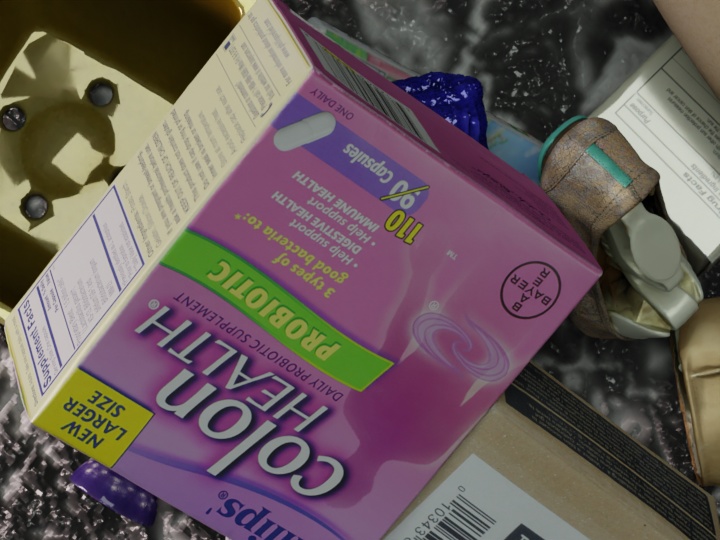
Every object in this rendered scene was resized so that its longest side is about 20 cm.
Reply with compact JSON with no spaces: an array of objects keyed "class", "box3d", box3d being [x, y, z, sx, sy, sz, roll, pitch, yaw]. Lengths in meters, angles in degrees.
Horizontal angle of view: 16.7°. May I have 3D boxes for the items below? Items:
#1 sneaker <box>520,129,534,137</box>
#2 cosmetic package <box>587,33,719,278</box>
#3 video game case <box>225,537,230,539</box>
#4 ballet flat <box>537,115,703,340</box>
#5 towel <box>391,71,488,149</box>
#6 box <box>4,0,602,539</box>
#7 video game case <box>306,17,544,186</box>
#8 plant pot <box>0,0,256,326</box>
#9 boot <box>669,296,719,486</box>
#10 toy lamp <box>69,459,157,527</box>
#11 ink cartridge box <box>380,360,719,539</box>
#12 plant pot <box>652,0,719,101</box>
[{"class":"sneaker","box3d":[0.018,-0.004,1.303,0.200,0.079,0.096,-34,60,-1]},{"class":"cosmetic package","box3d":[0.216,-0.102,1.285,0.200,0.087,0.103,-43,83,-3]},{"class":"video game case","box3d":[0.030,0.170,1.263,0.199,0.018,0.144,3,114,4]},{"class":"ballet flat","box3d":[0.135,-0.003,1.219,0.067,0.200,0.068,38,82,29]},{"class":"towel","box3d":[0.003,0.012,1.185,0.147,0.050,0.201,-14,116,-12]},{"class":"box","box3d":[-0.028,0.013,1.097,0.176,0.097,0.200,34,103,-27]},{"class":"video game case","box3d":[0.000,0.000,1.219,0.181,0.022,0.201,26,102,-26]},{"class":"plant pot","box3d":[-0.166,-0.076,1.249,0.194,0.200,0.196,29,85,7]},{"class":"boot","box3d":[0.259,0.010,1.280,0.199,0.066,0.176,-11,82,3]},{"class":"toy lamp","box3d":[-0.084,0.036,1.303,0.058,0.058,0.201,31,87,7]},{"class":"ink cartridge box","box3d":[0.055,0.152,1.190,0.164,0.075,0.200,36,112,-20]},{"class":"plant pot","box3d":[0.214,-0.150,1.172,0.186,0.187,0.201,-18,94,1]}]
